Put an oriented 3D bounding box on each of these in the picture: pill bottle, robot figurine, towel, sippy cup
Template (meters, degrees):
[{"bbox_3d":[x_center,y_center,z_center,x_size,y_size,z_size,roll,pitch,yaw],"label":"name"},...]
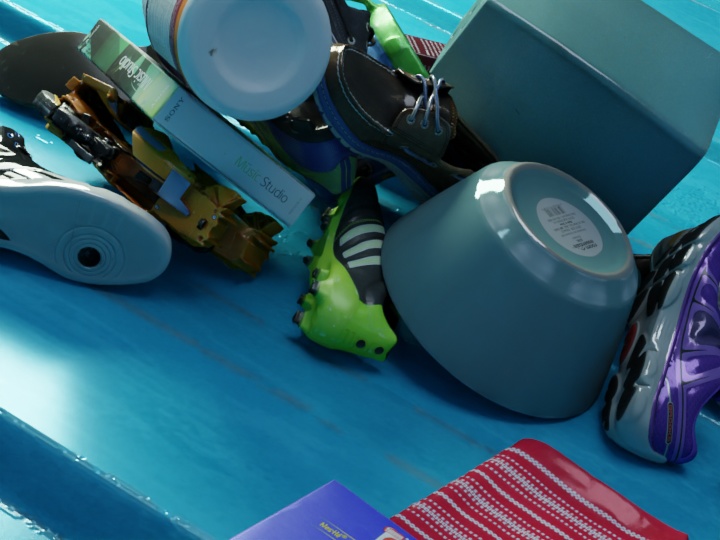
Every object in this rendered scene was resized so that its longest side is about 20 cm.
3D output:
[{"bbox_3d":[-0.097,-0.180,1.277,0.108,0.111,0.200,8,13,-19],"label":"pill bottle"},{"bbox_3d":[-0.154,-0.076,1.317,0.200,0.058,0.145,39,1,24],"label":"robot figurine"},{"bbox_3d":[0.108,0.173,1.113,0.144,0.023,0.199,33,31,26],"label":"towel"},{"bbox_3d":[0.001,-0.127,1.450,0.179,0.129,0.140,62,6,29],"label":"sippy cup"}]

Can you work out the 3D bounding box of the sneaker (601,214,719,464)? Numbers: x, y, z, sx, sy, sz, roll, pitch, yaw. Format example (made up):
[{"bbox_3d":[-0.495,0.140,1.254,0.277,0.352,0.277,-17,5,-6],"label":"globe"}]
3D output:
[{"bbox_3d":[0.241,0.053,1.305,0.083,0.081,0.202,27,66,-9],"label":"sneaker"}]

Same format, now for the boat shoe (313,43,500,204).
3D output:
[{"bbox_3d":[0.038,-0.116,1.315,0.200,0.072,0.073,34,51,-49],"label":"boat shoe"}]

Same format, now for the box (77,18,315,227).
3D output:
[{"bbox_3d":[-0.128,-0.114,1.345,0.144,0.036,0.200,38,0,-32],"label":"box"}]

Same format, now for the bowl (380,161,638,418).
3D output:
[{"bbox_3d":[0.124,-0.003,1.295,0.199,0.105,0.202,24,36,-19],"label":"bowl"}]

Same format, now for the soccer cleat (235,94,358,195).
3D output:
[{"bbox_3d":[-0.071,-0.118,1.381,0.064,0.084,0.200,-30,39,-22],"label":"soccer cleat"}]

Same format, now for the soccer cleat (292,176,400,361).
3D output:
[{"bbox_3d":[0.000,0.000,1.325,0.080,0.068,0.201,26,32,-10],"label":"soccer cleat"}]

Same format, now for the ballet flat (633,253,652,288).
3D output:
[{"bbox_3d":[0.231,0.015,1.446,0.198,0.069,0.072,13,11,-3],"label":"ballet flat"}]

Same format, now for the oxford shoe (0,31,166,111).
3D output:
[{"bbox_3d":[-0.209,-0.153,1.476,0.197,0.071,0.072,1,73,-8],"label":"oxford shoe"}]

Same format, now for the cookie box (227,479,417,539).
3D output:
[{"bbox_3d":[-0.016,0.211,0.906,0.170,0.076,0.199,33,31,25],"label":"cookie box"}]

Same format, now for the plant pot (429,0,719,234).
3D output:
[{"bbox_3d":[0.166,-0.145,1.391,0.199,0.141,0.142,37,41,-5],"label":"plant pot"}]

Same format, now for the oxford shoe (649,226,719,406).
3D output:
[{"bbox_3d":[0.289,0.048,1.357,0.075,0.058,0.201,-22,67,-20],"label":"oxford shoe"}]

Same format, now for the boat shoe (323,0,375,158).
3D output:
[{"bbox_3d":[-0.022,-0.188,1.364,0.066,0.202,0.070,-28,2,-18],"label":"boat shoe"}]

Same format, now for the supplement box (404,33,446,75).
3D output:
[{"bbox_3d":[0.085,-0.138,1.566,0.198,0.110,0.061,12,22,-13],"label":"supplement box"}]

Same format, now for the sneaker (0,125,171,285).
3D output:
[{"bbox_3d":[-0.227,-0.058,1.265,0.198,0.074,0.112,13,30,-7],"label":"sneaker"}]
